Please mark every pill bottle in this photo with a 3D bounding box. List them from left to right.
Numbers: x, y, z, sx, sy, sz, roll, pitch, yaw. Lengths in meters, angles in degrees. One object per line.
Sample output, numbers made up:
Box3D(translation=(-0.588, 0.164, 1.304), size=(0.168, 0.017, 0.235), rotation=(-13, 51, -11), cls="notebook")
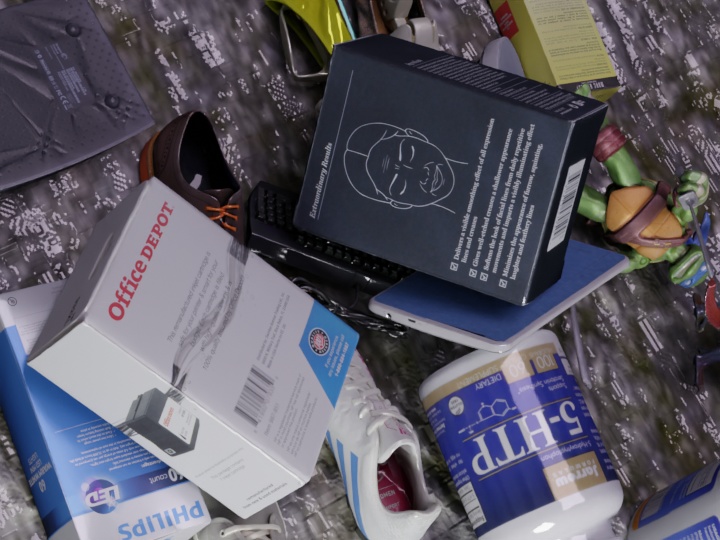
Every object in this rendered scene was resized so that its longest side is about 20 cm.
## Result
Box3D(translation=(0.134, 0.159, 1.555), size=(0.119, 0.120, 0.201), rotation=(-15, 75, -33), cls="pill bottle")
Box3D(translation=(0.306, 0.200, 1.582), size=(0.111, 0.200, 0.113), rotation=(12, 63, -24), cls="pill bottle")

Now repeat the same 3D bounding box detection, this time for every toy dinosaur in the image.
Box3D(translation=(0.376, 0.068, 1.721), size=(0.180, 0.200, 0.106), rotation=(-1, 82, 4), cls="toy dinosaur")

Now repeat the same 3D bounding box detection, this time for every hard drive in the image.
Box3D(translation=(-0.267, -0.125, 1.512), size=(0.199, 0.042, 0.135), rotation=(-25, 81, -35), cls="hard drive")

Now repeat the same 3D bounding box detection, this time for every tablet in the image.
Box3D(translation=(0.112, 0.011, 1.595), size=(0.130, 0.014, 0.200), rotation=(18, 30, 32), cls="tablet")

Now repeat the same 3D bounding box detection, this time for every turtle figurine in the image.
Box3D(translation=(0.213, -0.050, 1.683), size=(0.194, 0.144, 0.200), rotation=(46, 51, 2), cls="turtle figurine")

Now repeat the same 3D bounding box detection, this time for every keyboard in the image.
Box3D(translation=(0.000, 0.000, 1.597), size=(0.199, 0.021, 0.128), rotation=(19, 44, -20), cls="keyboard")

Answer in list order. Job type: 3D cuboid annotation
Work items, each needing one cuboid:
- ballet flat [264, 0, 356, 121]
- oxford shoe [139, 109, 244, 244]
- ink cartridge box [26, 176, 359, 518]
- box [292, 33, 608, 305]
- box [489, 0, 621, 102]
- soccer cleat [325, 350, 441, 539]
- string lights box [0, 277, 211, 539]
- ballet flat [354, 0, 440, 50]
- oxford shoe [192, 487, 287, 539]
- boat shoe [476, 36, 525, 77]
Box3D(translation=(-0.018, -0.158, 1.661), size=(0.067, 0.067, 0.201), rotation=(-25, 78, -13), cls="ballet flat")
Box3D(translation=(-0.120, -0.025, 1.528), size=(0.071, 0.073, 0.201), rotation=(-7, 72, -32), cls="oxford shoe")
Box3D(translation=(-0.115, 0.055, 1.420), size=(0.200, 0.084, 0.146), rotation=(38, 46, -19), cls="ink cartridge box")
Box3D(translation=(0.069, -0.081, 1.550), size=(0.199, 0.149, 0.107), rotation=(20, 18, 16), cls="box")
Box3D(translation=(0.159, -0.238, 1.796), size=(0.075, 0.050, 0.201), rotation=(-13, 75, -33), cls="box")
Box3D(translation=(0.005, 0.113, 1.525), size=(0.070, 0.086, 0.201), rotation=(-19, 77, -34), cls="soccer cleat")
Box3D(translation=(-0.193, 0.108, 1.434), size=(0.102, 0.059, 0.201), rotation=(-13, 75, -33), cls="string lights box")
Box3D(translation=(0.031, -0.213, 1.703), size=(0.068, 0.067, 0.201), rotation=(-9, 73, -31), cls="ballet flat")
Box3D(translation=(-0.076, 0.209, 1.454), size=(0.075, 0.058, 0.201), rotation=(-4, 68, -28), cls="oxford shoe")
Box3D(translation=(0.099, -0.128, 1.698), size=(0.070, 0.066, 0.201), rotation=(59, 25, -32), cls="boat shoe")
